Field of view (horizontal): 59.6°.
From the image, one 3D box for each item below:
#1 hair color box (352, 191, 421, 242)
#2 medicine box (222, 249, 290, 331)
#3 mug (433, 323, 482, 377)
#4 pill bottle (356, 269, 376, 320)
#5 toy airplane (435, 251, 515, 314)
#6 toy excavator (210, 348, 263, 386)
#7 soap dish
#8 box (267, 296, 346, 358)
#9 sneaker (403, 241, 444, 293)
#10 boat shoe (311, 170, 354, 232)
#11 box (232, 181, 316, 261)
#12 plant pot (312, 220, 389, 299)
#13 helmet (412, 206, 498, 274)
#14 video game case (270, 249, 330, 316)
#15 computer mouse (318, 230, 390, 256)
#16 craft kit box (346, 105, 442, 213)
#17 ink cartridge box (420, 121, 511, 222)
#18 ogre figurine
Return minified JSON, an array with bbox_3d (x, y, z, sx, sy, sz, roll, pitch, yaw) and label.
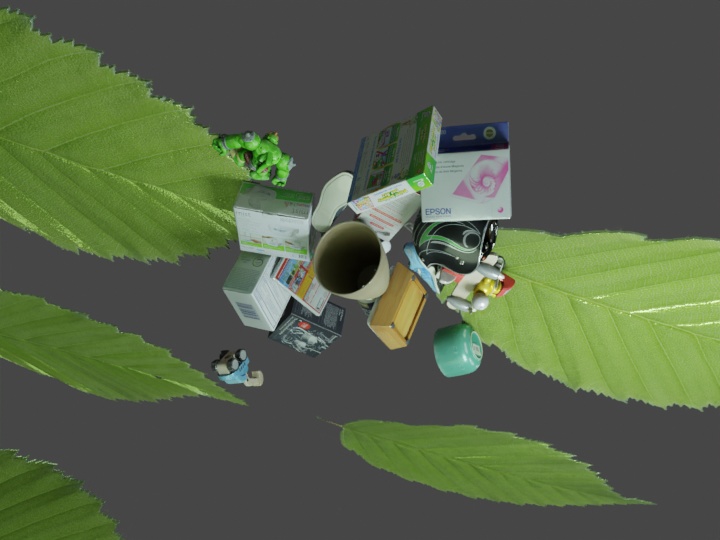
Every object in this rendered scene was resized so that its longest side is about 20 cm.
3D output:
[{"bbox_3d":[0.072,-0.164,1.540,0.109,0.065,0.200,24,141,-16],"label":"hair color box"},{"bbox_3d":[-0.274,0.032,1.771,0.101,0.203,0.184,9,145,22],"label":"medicine box"},{"bbox_3d":[0.312,0.234,1.945,0.113,0.186,0.154,-17,111,30],"label":"mug"},{"bbox_3d":[0.041,0.066,1.813,0.109,0.113,0.201,-5,140,22],"label":"pill bottle"},{"bbox_3d":[0.293,0.035,1.640,0.196,0.144,0.200,-19,147,20],"label":"toy airplane"},{"bbox_3d":[-0.454,0.387,2.376,0.098,0.195,0.204,-7,112,24],"label":"toy excavator"},{"bbox_3d":[0.108,0.102,1.751,0.080,0.203,0.158,13,157,34],"label":"soap dish"},{"bbox_3d":[-0.172,0.170,2.018,0.179,0.106,0.200,24,142,-19],"label":"box"},{"bbox_3d":[0.178,-0.016,1.717,0.089,0.079,0.201,8,145,38],"label":"sneaker"},{"bbox_3d":[-0.059,-0.178,1.557,0.074,0.062,0.201,30,134,1],"label":"boat shoe"},{"bbox_3d":[-0.220,-0.125,1.647,0.195,0.098,0.178,9,143,4],"label":"box"},{"bbox_3d":[0.000,0.000,1.618,0.183,0.192,0.200,-4,160,20],"label":"plant pot"},{"bbox_3d":[0.217,-0.093,1.487,0.187,0.202,0.202,17,148,22],"label":"helmet"},{"bbox_3d":[-0.152,0.016,1.778,0.017,0.145,0.200,4,149,47],"label":"video game case"},{"bbox_3d":[-0.016,-0.069,1.707,0.195,0.045,0.111,8,143,6],"label":"computer mouse"},{"bbox_3d":[0.073,-0.234,1.332,0.195,0.203,0.048,-19,135,37],"label":"craft kit box"},{"bbox_3d":[0.223,-0.209,1.351,0.192,0.043,0.205,-2,101,17],"label":"ink cartridge box"},{"bbox_3d":[-0.234,-0.264,1.469,0.119,0.099,0.200,-13,127,48],"label":"ogre figurine"}]
